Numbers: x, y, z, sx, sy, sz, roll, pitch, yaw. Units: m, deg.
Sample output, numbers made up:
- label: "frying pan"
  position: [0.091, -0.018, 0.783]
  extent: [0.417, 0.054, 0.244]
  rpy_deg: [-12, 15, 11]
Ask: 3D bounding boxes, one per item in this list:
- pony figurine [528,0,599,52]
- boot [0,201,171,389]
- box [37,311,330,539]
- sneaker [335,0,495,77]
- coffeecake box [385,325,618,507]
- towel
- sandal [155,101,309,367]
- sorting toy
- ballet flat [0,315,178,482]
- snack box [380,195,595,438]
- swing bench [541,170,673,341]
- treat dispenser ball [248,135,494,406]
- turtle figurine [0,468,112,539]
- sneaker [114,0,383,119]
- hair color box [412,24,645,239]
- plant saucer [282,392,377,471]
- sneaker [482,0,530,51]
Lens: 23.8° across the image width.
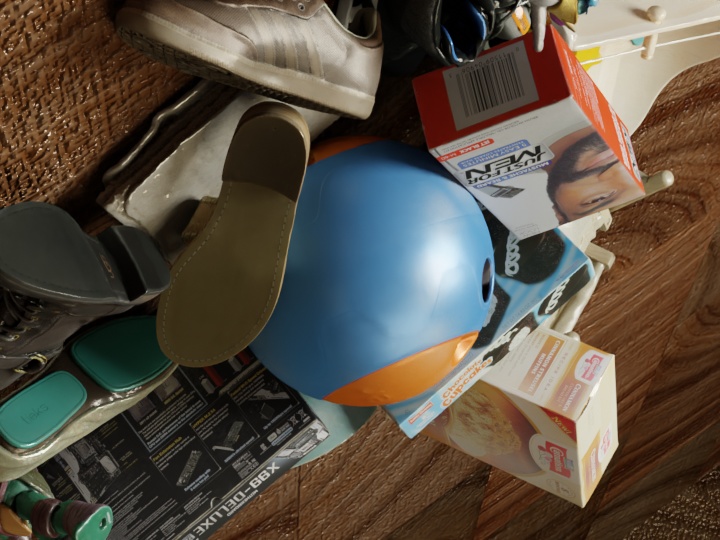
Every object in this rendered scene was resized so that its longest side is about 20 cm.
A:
- label: "pony figurine"
  position: [0.086, -0.246, 1.023]
  extent: [0.199, 0.166, 0.194]
  rpy_deg: [17, 99, -34]
- label: "boot"
  position: [-0.230, 0.034, 1.115]
  extent: [0.173, 0.070, 0.200]
  rpy_deg: [-32, 162, 19]
- label: "box"
  position: [-0.149, 0.128, 1.323]
  extent: [0.200, 0.158, 0.050]
  rpy_deg: [-40, 158, -4]
- label: "sneaker"
  position: [0.040, -0.163, 1.154]
  extent: [0.073, 0.112, 0.200]
  rpy_deg: [-35, 157, -11]
- label: "coffeecake box"
  position: [0.113, 0.100, 1.447]
  extent: [0.073, 0.199, 0.154]
  rpy_deg: [-56, 154, -25]
- label: "towel"
  position: [-0.089, -0.093, 1.182]
  extent: [0.200, 0.035, 0.133]
  rpy_deg: [-41, 159, -3]
- label: "sandal"
  position: [-0.080, -0.032, 1.175]
  extent: [0.070, 0.077, 0.213]
  rpy_deg: [-79, -170, -57]
- label: "sorting toy"
  position: [0.186, -0.159, 1.359]
  extent: [0.199, 0.107, 0.181]
  rpy_deg: [-16, 139, -32]
- label: "ballet flat"
  position: [-0.212, 0.093, 1.262]
  extent: [0.200, 0.067, 0.062]
  rpy_deg: [-31, 163, -47]
- label: "snack box"
  position: [0.076, 0.025, 1.374]
  extent: [0.200, 0.116, 0.037]
  rpy_deg: [-41, 150, -2]
- label: "swing bench"
  position: [0.158, -0.002, 1.538]
  extent: [0.200, 0.129, 0.200]
  rpy_deg: [-58, 175, -25]
- label: "treat dispenser ball"
  position: [0.000, 0.000, 1.273]
  extent: [0.200, 0.201, 0.201]
  rpy_deg: [-34, 157, -17]
- label: "turtle figurine"
  position: [-0.264, 0.183, 1.250]
  extent: [0.150, 0.199, 0.101]
  rpy_deg: [48, 58, -60]
- label: "sneaker"
  position: [-0.066, -0.153, 1.069]
  extent: [0.199, 0.070, 0.076]
  rpy_deg: [15, 88, -45]
- label: "hair color box"
  position: [0.128, -0.096, 1.259]
  extent: [0.110, 0.064, 0.200]
  rpy_deg: [-20, 157, 18]
- label: "plant saucer"
  position: [-0.081, 0.102, 1.410]
  extent: [0.200, 0.200, 0.039]
  rpy_deg: [-29, 118, -28]
- label: "sneaker"
  position: [0.092, -0.212, 1.196]
  extent: [0.074, 0.079, 0.200]
  rpy_deg: [-36, 156, -8]
